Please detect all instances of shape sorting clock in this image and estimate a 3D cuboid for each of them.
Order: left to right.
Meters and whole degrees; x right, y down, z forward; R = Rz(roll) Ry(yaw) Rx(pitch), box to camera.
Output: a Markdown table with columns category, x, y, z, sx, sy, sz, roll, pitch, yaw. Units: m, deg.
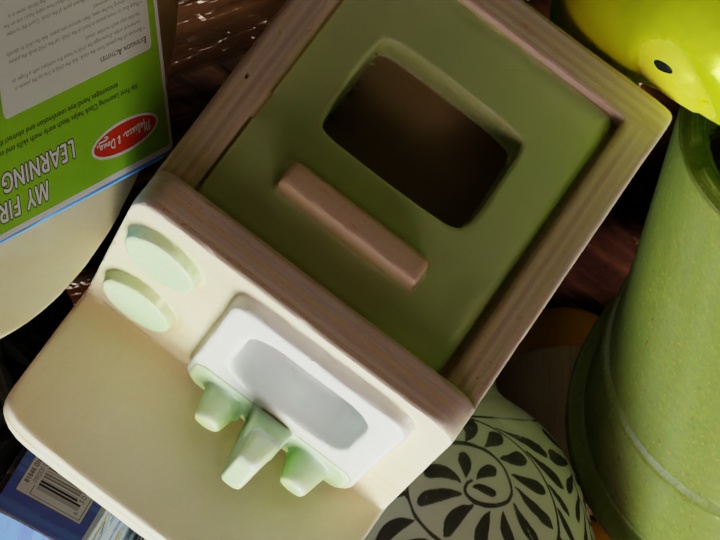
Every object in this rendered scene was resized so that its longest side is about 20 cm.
| category | x | y | z | sx | sy | sz | roll | pitch | yaw |
| --- | --- | --- | --- | --- | --- | --- | --- | --- | --- |
| shape sorting clock | -0.116 | -0.074 | 0.907 | 0.039 | 0.201 | 0.200 | 7 | 163 | 31 |

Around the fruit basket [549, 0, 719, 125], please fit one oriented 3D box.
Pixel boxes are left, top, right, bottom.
| category | x | y | z | sx | sy | sz | roll | pitch | yaw |
| --- | --- | --- | --- | --- | --- | --- | --- | --- | --- |
| fruit basket | 0.167 | -0.088 | 0.983 | 0.215 | 0.156 | 0.216 | -17 | 150 | -10 |

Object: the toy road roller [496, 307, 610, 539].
| category | x | y | z | sx | sy | sz | roll | pitch | yaw |
| --- | --- | --- | --- | --- | --- | --- | --- | --- | --- |
| toy road roller | 0.020 | 0.088 | 1.341 | 0.199 | 0.123 | 0.146 | -19 | 150 | 32 |

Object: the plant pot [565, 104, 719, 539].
| category | x | y | z | sx | sy | sz | roll | pitch | yaw |
| --- | --- | --- | --- | --- | --- | --- | --- | --- | --- |
| plant pot | 0.178 | 0.006 | 1.147 | 0.199 | 0.201 | 0.190 | -4 | 143 | 1 |

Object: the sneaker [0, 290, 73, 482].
| category | x | y | z | sx | sy | sz | roll | pitch | yaw |
| --- | --- | --- | --- | --- | --- | --- | --- | --- | --- |
| sneaker | -0.148 | 0.043 | 1.183 | 0.076 | 0.200 | 0.114 | 33 | 126 | -1 |

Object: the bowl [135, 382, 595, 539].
| category | x | y | z | sx | sy | sz | roll | pitch | yaw |
| --- | --- | --- | --- | --- | --- | --- | --- | --- | --- |
| bowl | 0.006 | 0.080 | 1.197 | 0.200 | 0.095 | 0.201 | 4 | 176 | 0 |

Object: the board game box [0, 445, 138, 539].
| category | x | y | z | sx | sy | sz | roll | pitch | yaw |
| --- | --- | --- | --- | --- | --- | --- | --- | --- | --- |
| board game box | -0.090 | 0.057 | 1.183 | 0.043 | 0.200 | 0.199 | 29 | 152 | 3 |

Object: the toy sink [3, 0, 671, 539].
| category | x | y | z | sx | sy | sz | roll | pitch | yaw |
| --- | --- | --- | --- | --- | --- | --- | --- | --- | --- |
| toy sink | -0.009 | -0.002 | 1.001 | 0.130 | 0.200 | 0.112 | 37 | 158 | -1 |
